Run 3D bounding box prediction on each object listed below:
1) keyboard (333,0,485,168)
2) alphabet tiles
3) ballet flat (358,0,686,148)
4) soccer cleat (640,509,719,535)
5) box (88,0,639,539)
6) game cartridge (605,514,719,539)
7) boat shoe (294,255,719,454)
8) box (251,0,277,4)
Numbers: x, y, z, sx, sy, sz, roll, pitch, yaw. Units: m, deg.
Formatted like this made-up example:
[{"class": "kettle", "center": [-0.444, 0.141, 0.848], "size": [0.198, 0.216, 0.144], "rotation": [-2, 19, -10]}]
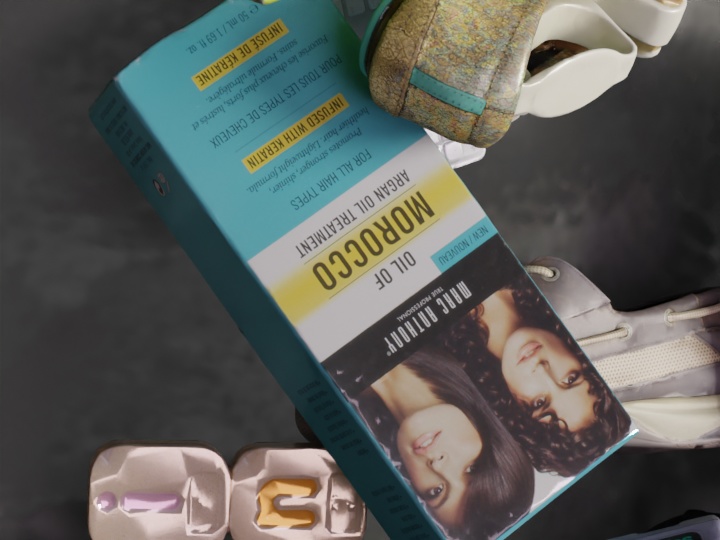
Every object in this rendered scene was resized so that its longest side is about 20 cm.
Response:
[{"class": "keyboard", "center": [0.000, -0.126, 0.891], "size": [0.056, 0.011, 0.200], "rotation": [-22, 110, -25]}, {"class": "alphabet tiles", "center": [-0.050, 0.158, 0.888], "size": [0.195, 0.015, 0.200], "rotation": [1, 101, -11]}, {"class": "ballet flat", "center": [0.075, -0.093, 0.870], "size": [0.200, 0.071, 0.071], "rotation": [-36, 119, -49]}, {"class": "soccer cleat", "center": [0.076, 0.166, 0.969], "size": [0.200, 0.068, 0.073], "rotation": [-25, 130, -21]}, {"class": "box", "center": [0.000, 0.000, 0.848], "size": [0.082, 0.049, 0.200], "rotation": [-36, 90, -19]}, {"class": "game cartridge", "center": [0.070, 0.160, 0.851], "size": [0.200, 0.038, 0.130], "rotation": [-15, 106, 4]}, {"class": "boat shoe", "center": [0.063, 0.034, 0.935], "size": [0.200, 0.074, 0.073], "rotation": [0, 83, -32]}, {"class": "box", "center": [0.028, -0.139, 0.829], "size": [0.200, 0.122, 0.048], "rotation": [-19, 108, -21]}]
